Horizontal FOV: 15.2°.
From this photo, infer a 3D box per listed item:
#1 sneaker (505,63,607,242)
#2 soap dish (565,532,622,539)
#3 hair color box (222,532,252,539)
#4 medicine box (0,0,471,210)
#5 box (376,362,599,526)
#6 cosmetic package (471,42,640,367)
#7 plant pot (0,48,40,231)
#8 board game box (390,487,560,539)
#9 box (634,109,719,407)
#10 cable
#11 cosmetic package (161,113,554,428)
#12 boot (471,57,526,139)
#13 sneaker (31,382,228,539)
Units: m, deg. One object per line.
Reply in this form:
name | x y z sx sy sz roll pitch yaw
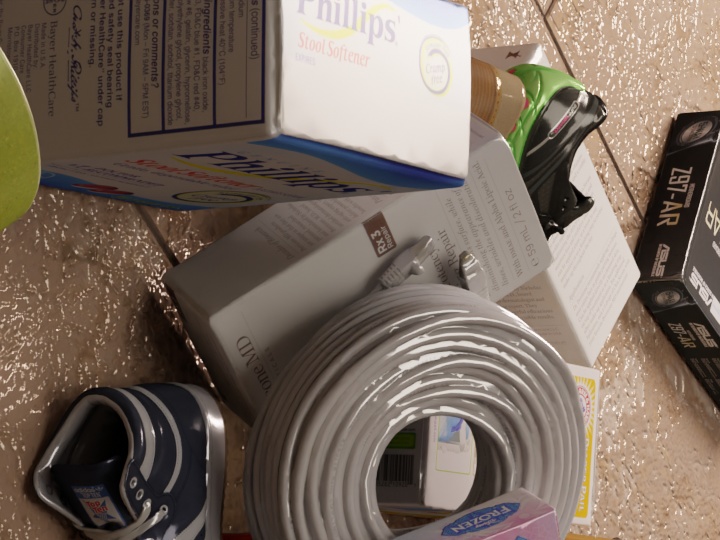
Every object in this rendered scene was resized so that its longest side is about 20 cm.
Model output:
sneaker | 0.099 -0.031 1.677 0.077 0.084 0.200 -106 -148 -55
soap dish | 0.122 0.239 1.727 0.200 0.081 0.157 15 111 -55
hair color box | -0.064 0.259 1.513 0.111 0.064 0.200 41 56 -45
medicine box | -0.072 -0.097 1.403 0.182 0.200 0.103 10 79 -56
box | 0.050 0.099 1.651 0.200 0.112 0.101 13 78 -54
cosmetic package | 0.106 -0.040 1.785 0.101 0.071 0.200 -57 133 -41
plant pot | -0.270 -0.031 1.145 0.200 0.187 0.187 -48 127 -32
board game box | 0.028 0.243 1.458 0.199 0.041 0.200 -20 113 -21
box | 0.282 -0.001 2.073 0.200 0.044 0.160 51 47 -42
cable | 0.035 0.109 1.489 0.200 0.069 0.200 -40 116 -14
cosmetic package | 0.000 0.000 1.530 0.200 0.074 0.102 -35 124 -13
boot | -0.009 -0.057 1.609 0.166 0.200 0.072 7 38 -27
sneaker | -0.117 0.156 1.432 0.108 0.070 0.200 14 69 -60
